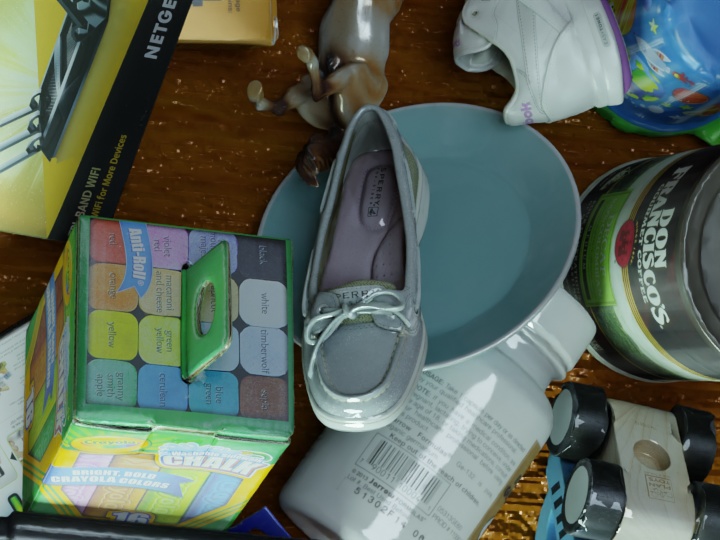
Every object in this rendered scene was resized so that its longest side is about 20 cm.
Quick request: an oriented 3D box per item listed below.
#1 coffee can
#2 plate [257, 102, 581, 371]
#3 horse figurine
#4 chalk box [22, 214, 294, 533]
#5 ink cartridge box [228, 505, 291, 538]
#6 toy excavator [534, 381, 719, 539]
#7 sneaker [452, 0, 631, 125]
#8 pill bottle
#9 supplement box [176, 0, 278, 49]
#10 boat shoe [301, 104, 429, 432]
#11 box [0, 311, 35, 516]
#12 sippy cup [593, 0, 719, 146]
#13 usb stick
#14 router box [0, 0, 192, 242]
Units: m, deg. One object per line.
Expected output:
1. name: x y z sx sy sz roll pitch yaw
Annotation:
1. coffee can: 0.221 -0.004 1.580 0.146 0.200 0.147 1 87 -17
2. plate: 0.035 -0.016 1.560 0.200 0.200 0.026 -40 143 -14
3. horse figurine: -0.009 -0.143 1.575 0.050 0.132 0.201 11 83 27
4. chalk box: -0.109 0.052 1.426 0.123 0.200 0.125 7 62 -15
5. ink cartridge box: -0.121 0.220 1.534 0.200 0.076 0.137 -41 99 -16
6. toy excavator: 0.149 0.199 1.609 0.099 0.200 0.195 11 41 -15
7. sneaker: 0.090 -0.180 1.594 0.099 0.075 0.201 -21 68 1
8. pill bottle: 0.051 0.091 1.569 0.114 0.114 0.200 39 78 -12
9. supplement box: -0.151 -0.164 1.544 0.199 0.069 0.067 -1 89 -15
10. boat shoe: 0.002 -0.001 1.500 0.074 0.065 0.203 -1 54 16
11. box: -0.201 0.094 1.533 0.200 0.035 0.110 -32 97 -16
12. sippy cup: 0.208 -0.156 1.619 0.177 0.130 0.140 20 82 -15
13. usb stick: -0.111 0.167 1.475 0.199 0.056 0.033 7 45 -16
14. router box: -0.193 -0.119 1.473 0.157 0.052 0.201 10 121 -23
